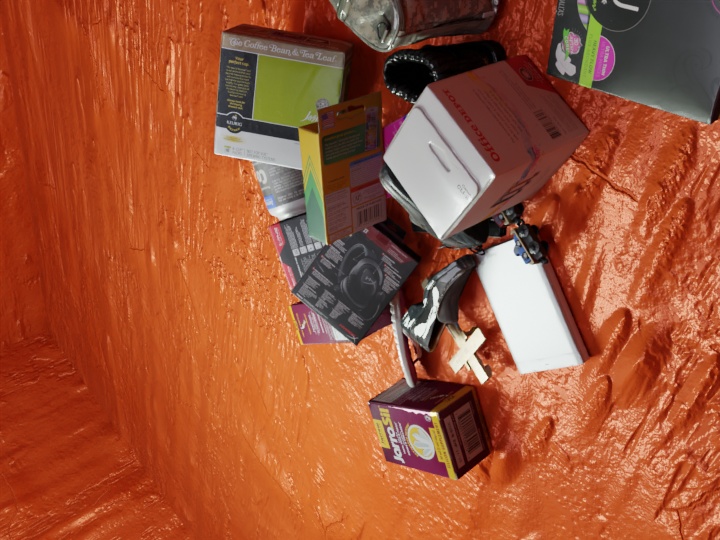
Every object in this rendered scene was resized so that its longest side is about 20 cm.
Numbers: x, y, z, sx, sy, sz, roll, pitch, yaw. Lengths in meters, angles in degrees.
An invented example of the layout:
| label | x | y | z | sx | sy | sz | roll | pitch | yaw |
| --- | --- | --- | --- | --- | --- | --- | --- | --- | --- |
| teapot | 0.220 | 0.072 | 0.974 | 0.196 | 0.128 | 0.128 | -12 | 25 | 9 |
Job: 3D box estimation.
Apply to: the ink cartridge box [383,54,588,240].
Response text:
| label | x | y | z | sx | sy | sz | roll | pitch | yaw |
| --- | --- | --- | --- | --- | --- | --- | --- | --- | --- |
| ink cartridge box | 0.160 | -0.162 | 0.988 | 0.146 | 0.198 | 0.145 | 55 | 143 | 14 |

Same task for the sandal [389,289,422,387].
| label | x | y | z | sx | sy | sz | roll | pitch | yaw |
| --- | --- | --- | --- | --- | --- | --- | --- | --- | --- |
| sandal | 0.088 | 0.114 | 1.366 | 0.049 | 0.083 | 0.206 | -10 | 103 | 10 |

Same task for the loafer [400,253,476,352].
| label | x | y | z | sx | sy | sz | roll | pitch | yaw |
| --- | --- | --- | --- | --- | --- | --- | --- | --- | --- |
| loafer | 0.138 | 0.053 | 1.221 | 0.073 | 0.072 | 0.201 | 53 | 141 | 22 |

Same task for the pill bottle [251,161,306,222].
| label | x | y | z | sx | sy | sz | roll | pitch | yaw |
| --- | --- | --- | --- | --- | --- | --- | --- | --- | --- |
| pill bottle | -0.137 | -0.172 | 1.446 | 0.113 | 0.113 | 0.203 | -8 | 103 | 53 |

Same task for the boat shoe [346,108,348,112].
| label | x | y | z | sx | sy | sz | roll | pitch | yaw |
| --- | --- | --- | --- | --- | --- | --- | --- | --- | --- |
| boat shoe | -0.106 | -0.321 | 1.337 | 0.201 | 0.092 | 0.075 | 55 | 143 | 15 |

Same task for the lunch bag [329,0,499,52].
| label | x | y | z | sx | sy | sz | roll | pitch | yaw |
| --- | --- | --- | --- | --- | --- | --- | --- | --- | --- |
| lunch bag | 0.070 | -0.373 | 0.993 | 0.169 | 0.198 | 0.140 | 59 | 147 | 15 |

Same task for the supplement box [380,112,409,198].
| label | x | y | z | sx | sy | sz | roll | pitch | yaw |
| --- | --- | --- | --- | --- | --- | --- | --- | --- | --- |
| supplement box | 0.064 | -0.178 | 1.190 | 0.199 | 0.100 | 0.105 | -14 | 99 | 55 |

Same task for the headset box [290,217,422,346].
| label | x | y | z | sx | sy | sz | roll | pitch | yaw |
| --- | --- | --- | --- | --- | --- | --- | --- | --- | --- |
| headset box | 0.000 | 0.000 | 1.296 | 0.148 | 0.077 | 0.201 | 37 | 101 | 3 |

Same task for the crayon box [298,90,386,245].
| label | x | y | z | sx | sy | sz | roll | pitch | yaw |
| --- | --- | --- | --- | --- | --- | --- | --- | --- | --- |
| crayon box | -0.024 | -0.156 | 1.123 | 0.051 | 0.125 | 0.203 | 25 | 128 | 42 |

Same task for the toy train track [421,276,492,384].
| label | x | y | z | sx | sy | sz | roll | pitch | yaw |
| --- | --- | --- | --- | --- | --- | --- | --- | --- | --- |
| toy train track | 0.167 | 0.095 | 1.275 | 0.202 | 0.032 | 0.115 | 59 | 145 | 22 |

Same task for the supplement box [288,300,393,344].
| label | x | y | z | sx | sy | sz | roll | pitch | yaw |
| --- | --- | --- | --- | --- | --- | --- | --- | --- | --- |
| supplement box | -0.035 | 0.082 | 1.460 | 0.199 | 0.109 | 0.087 | -10 | 100 | 54 |

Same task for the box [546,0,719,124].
| label | x | y | z | sx | sy | sz | roll | pitch | yaw |
| --- | --- | --- | --- | --- | --- | --- | --- | --- | --- |
| box | 0.318 | -0.262 | 0.791 | 0.199 | 0.123 | 0.151 | 31 | 134 | 38 |

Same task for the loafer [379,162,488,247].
| label | x | y | z | sx | sy | sz | roll | pitch | yaw |
| --- | --- | --- | --- | --- | --- | --- | --- | --- | --- |
| loafer | 0.094 | -0.087 | 1.079 | 0.199 | 0.074 | 0.072 | 35 | 143 | -29 |

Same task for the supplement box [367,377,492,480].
| label | x | y | z | sx | sy | sz | roll | pitch | yaw |
| --- | --- | --- | --- | --- | --- | --- | --- | --- | --- |
| supplement box | 0.123 | 0.281 | 1.374 | 0.199 | 0.102 | 0.133 | -5 | 107 | 54 |

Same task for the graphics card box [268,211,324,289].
| label | x | y | z | sx | sy | sz | roll | pitch | yaw |
| --- | --- | --- | --- | --- | --- | --- | --- | --- | --- |
| graphics card box | -0.054 | -0.054 | 1.371 | 0.197 | 0.051 | 0.127 | -17 | 97 | 19 |

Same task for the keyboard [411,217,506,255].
| label | x | y | z | sx | sy | sz | roll | pitch | yaw |
| --- | --- | --- | --- | --- | --- | --- | --- | --- | --- |
| keyboard | 0.157 | -0.081 | 1.195 | 0.199 | 0.039 | 0.106 | 9 | 94 | 51 |

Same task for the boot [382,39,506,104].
| label | x | y | z | sx | sy | sz | roll | pitch | yaw |
| --- | --- | --- | --- | --- | --- | --- | --- | --- | --- |
| boot | 0.083 | -0.271 | 1.063 | 0.210 | 0.157 | 0.081 | -4 | 107 | 53 |

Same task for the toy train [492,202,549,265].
| label | x | y | z | sx | sy | sz | roll | pitch | yaw |
| --- | --- | --- | --- | --- | --- | --- | --- | --- | --- |
| toy train | 0.206 | -0.087 | 1.086 | 0.046 | 0.034 | 0.202 | -48 | 60 | 40 |

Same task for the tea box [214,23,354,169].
| label | x | y | z | sx | sy | sz | roll | pitch | yaw |
| --- | --- | --- | --- | --- | --- | --- | --- | --- | --- |
| tea box | -0.124 | -0.284 | 1.244 | 0.196 | 0.134 | 0.200 | 11 | 114 | 2 |

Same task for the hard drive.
| label | x | y | z | sx | sy | sz | roll | pitch | yaw |
| --- | --- | --- | --- | --- | --- | --- | --- | --- | --- |
| hard drive | 0.252 | 0.052 | 1.141 | 0.131 | 0.026 | 0.203 | -22 | 92 | 55 |
